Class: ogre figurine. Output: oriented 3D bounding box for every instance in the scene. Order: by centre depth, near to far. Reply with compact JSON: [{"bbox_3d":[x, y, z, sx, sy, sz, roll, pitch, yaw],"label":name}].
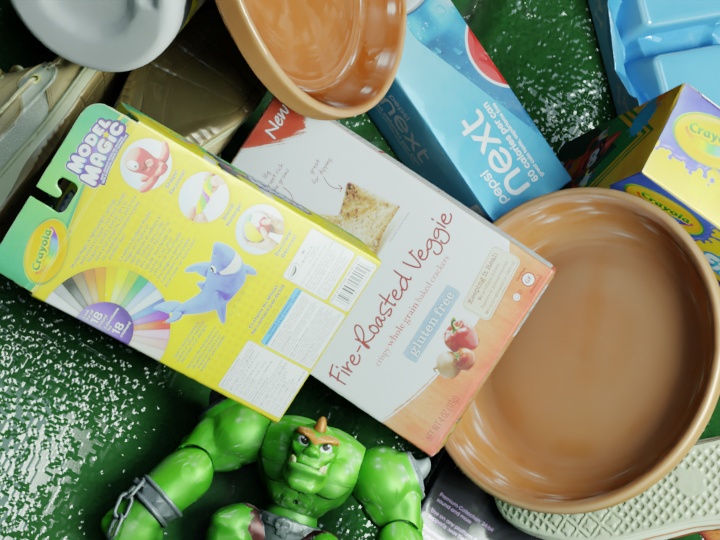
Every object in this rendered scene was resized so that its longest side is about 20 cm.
[{"bbox_3d":[-0.044,0.145,1.297,0.199,0.098,0.121,15,78,20],"label":"ogre figurine"}]

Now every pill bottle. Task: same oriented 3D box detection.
[{"bbox_3d":[-0.120,-0.215,1.291,0.114,0.114,0.200,43,41,-9],"label":"pill bottle"}]

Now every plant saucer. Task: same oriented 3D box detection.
[{"bbox_3d":[-0.037,-0.187,1.278,0.200,0.032,0.202,27,58,-52],"label":"plant saucer"},{"bbox_3d":[0.133,0.051,1.318,0.037,0.199,0.202,26,66,-55],"label":"plant saucer"}]

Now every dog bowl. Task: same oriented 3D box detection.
[{"bbox_3d":[0.216,-0.156,1.482,0.111,0.050,0.201,-12,85,-23],"label":"dog bowl"}]

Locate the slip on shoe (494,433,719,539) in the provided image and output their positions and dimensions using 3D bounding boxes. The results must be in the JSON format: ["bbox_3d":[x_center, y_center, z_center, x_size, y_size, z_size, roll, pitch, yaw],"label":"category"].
[{"bbox_3d":[0.180,0.134,1.333,0.199,0.061,0.075,-6,75,16],"label":"slip on shoe"}]

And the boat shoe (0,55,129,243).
[{"bbox_3d":[-0.201,-0.088,1.289,0.066,0.074,0.200,29,62,8],"label":"boat shoe"}]

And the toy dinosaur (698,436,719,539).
[{"bbox_3d":[0.201,0.128,1.402,0.199,0.105,0.183,-12,77,3],"label":"toy dinosaur"}]

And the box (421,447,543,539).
[{"bbox_3d":[0.087,0.190,1.372,0.143,0.036,0.201,35,67,-13],"label":"box"}]

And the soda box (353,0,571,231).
[{"bbox_3d":[0.046,-0.117,1.398,0.068,0.064,0.201,-37,95,-23],"label":"soda box"}]

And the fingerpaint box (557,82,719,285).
[{"bbox_3d":[0.232,-0.018,1.399,0.199,0.167,0.074,34,70,-13],"label":"fingerpaint box"}]

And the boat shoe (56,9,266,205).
[{"bbox_3d":[-0.122,-0.079,1.312,0.074,0.066,0.200,38,59,2],"label":"boat shoe"}]

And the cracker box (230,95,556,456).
[{"bbox_3d":[0.000,0.000,1.307,0.199,0.058,0.134,33,95,6],"label":"cracker box"}]

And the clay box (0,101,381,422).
[{"bbox_3d":[-0.101,-0.009,1.221,0.199,0.048,0.115,30,97,-26],"label":"clay box"}]
